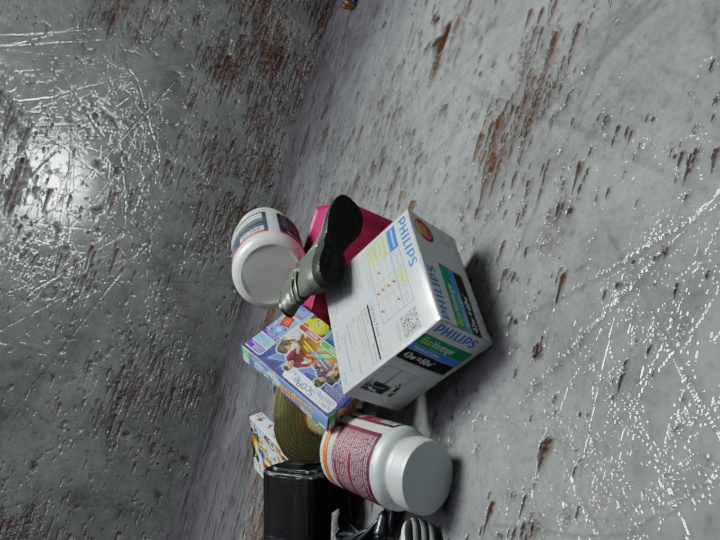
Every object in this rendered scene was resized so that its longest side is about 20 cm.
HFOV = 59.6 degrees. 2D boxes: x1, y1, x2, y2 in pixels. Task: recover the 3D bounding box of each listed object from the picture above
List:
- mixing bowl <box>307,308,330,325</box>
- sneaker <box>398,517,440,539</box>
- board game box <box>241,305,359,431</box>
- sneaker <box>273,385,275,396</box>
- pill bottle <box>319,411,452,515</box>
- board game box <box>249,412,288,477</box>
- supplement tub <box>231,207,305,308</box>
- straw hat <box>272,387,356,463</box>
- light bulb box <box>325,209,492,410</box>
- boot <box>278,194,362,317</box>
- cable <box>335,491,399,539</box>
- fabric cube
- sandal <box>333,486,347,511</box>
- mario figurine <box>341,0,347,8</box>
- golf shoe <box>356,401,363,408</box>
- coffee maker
[{"bbox_3d":[-0.048,0.038,1.339,0.107,0.197,0.206,9,80,49],"label":"mixing bowl"},{"bbox_3d":[0.063,0.439,0.810,0.203,0.074,0.117,-79,12,-52],"label":"sneaker"},{"bbox_3d":[-0.079,0.149,1.016,0.134,0.198,0.035,-35,-34,-34],"label":"board game box"},{"bbox_3d":[-0.122,0.265,1.225,0.199,0.069,0.086,163,99,-73],"label":"sneaker"},{"bbox_3d":[0.035,0.278,0.913,0.198,0.112,0.118,-3,69,55],"label":"pill bottle"},{"bbox_3d":[-0.172,0.396,1.306,0.198,0.034,0.131,21,118,55],"label":"board game box"},{"bbox_3d":[-0.175,-0.030,1.186,0.144,0.137,0.201,-66,19,16],"label":"supplement tub"},{"bbox_3d":[-0.051,0.233,1.058,0.084,0.198,0.207,5,76,47],"label":"straw hat"},{"bbox_3d":[0.062,0.063,0.931,0.199,0.123,0.202,-40,46,30],"label":"light bulb box"},{"bbox_3d":[-0.072,-0.027,1.014,0.129,0.067,0.203,-32,28,40],"label":"boot"},{"bbox_3d":[0.010,0.374,1.034,0.199,0.049,0.168,152,133,-66],"label":"cable"},{"bbox_3d":[0.000,0.000,1.179,0.202,0.195,0.199,-71,19,-3],"label":"fabric cube"},{"bbox_3d":[-0.043,0.364,1.195,0.048,0.073,0.206,88,-160,-69],"label":"sandal"},{"bbox_3d":[-0.046,-1.159,2.508,0.121,0.105,0.207,16,96,37],"label":"mario figurine"},{"bbox_3d":[-0.025,0.229,1.248,0.200,0.086,0.080,-54,-20,-77],"label":"golf shoe"},{"bbox_3d":[-0.101,0.434,1.053,0.192,0.130,0.207,107,163,-86],"label":"coffee maker"}]
